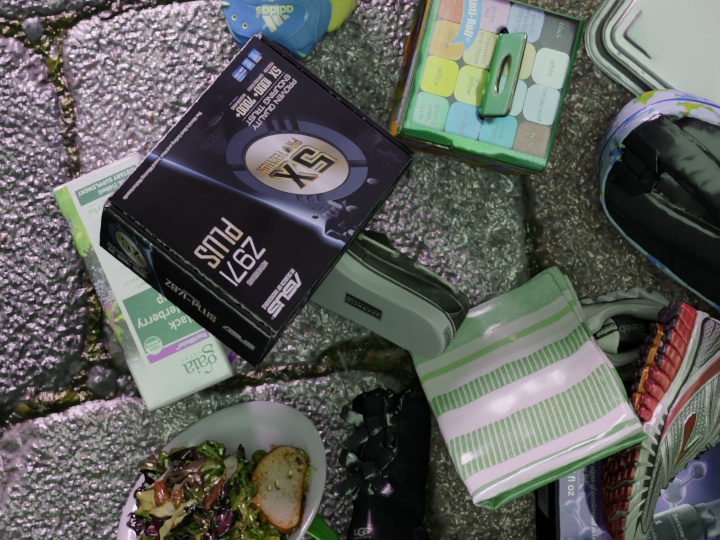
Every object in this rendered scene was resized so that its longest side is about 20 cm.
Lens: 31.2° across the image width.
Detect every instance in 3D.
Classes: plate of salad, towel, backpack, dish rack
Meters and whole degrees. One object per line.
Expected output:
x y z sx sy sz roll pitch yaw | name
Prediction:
-0.120 0.183 1.051 0.199 0.200 0.048 -35 129 0 | plate of salad
0.128 0.091 1.040 0.151 0.201 0.023 -26 130 5 | towel
0.290 -0.063 1.078 0.198 0.154 0.164 22 121 -14 | backpack
0.314 -0.206 1.119 0.199 0.044 0.172 37 90 -5 | dish rack

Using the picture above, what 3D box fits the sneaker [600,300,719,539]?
0.247 0.131 1.012 0.081 0.078 0.202 21 90 -4 | sneaker

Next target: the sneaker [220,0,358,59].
-0.103 -0.251 1.081 0.199 0.076 0.106 32 92 -5 | sneaker

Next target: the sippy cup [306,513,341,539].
-0.089 0.279 1.087 0.130 0.140 0.179 32 80 7 | sippy cup

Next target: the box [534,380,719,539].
0.252 0.172 1.104 0.197 0.104 0.150 -3 92 -2 | box

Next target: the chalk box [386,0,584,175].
0.096 -0.151 1.032 0.122 0.200 0.126 15 92 -3 | chalk box

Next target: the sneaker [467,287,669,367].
0.180 0.059 1.108 0.197 0.081 0.076 -14 95 0 | sneaker

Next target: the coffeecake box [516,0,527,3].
0.052 -0.309 1.053 0.197 0.073 0.156 1 81 -15 | coffeecake box

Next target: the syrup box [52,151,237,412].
-0.178 0.010 1.088 0.078 0.081 0.202 -23 92 -1 | syrup box

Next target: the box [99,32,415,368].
-0.082 -0.056 1.019 0.163 0.086 0.201 38 66 1 | box

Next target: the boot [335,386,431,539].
0.036 0.201 1.094 0.072 0.198 0.164 -6 62 20 | boot

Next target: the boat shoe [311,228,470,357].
0.000 0.000 1.107 0.199 0.071 0.064 32 53 9 | boat shoe
